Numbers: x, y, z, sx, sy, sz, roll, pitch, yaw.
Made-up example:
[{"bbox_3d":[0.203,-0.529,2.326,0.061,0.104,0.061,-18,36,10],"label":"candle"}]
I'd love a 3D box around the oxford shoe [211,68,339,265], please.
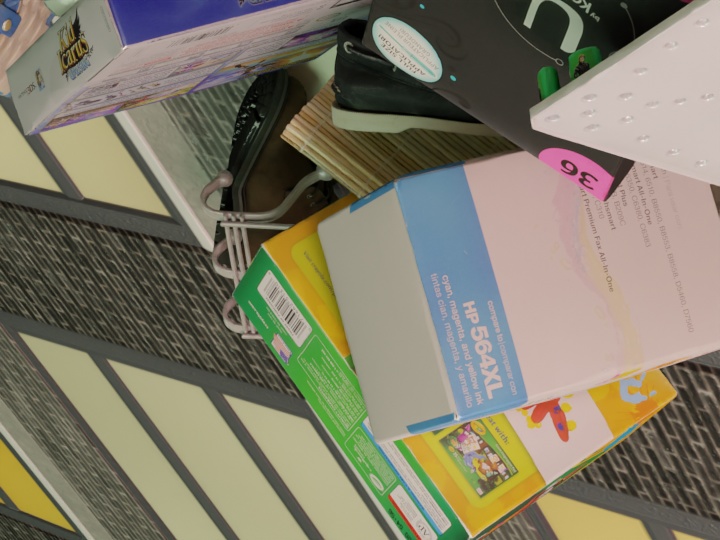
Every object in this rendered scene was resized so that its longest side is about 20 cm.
[{"bbox_3d":[-0.050,-0.068,1.466,0.084,0.073,0.200,11,150,-2],"label":"oxford shoe"}]

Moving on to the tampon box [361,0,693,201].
[{"bbox_3d":[0.105,-0.157,1.010,0.150,0.126,0.200,34,155,9],"label":"tampon box"}]

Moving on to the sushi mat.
[{"bbox_3d":[0.060,-0.048,1.233,0.200,0.096,0.012,38,152,2],"label":"sushi mat"}]

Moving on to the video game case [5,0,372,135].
[{"bbox_3d":[-0.080,-0.141,1.216,0.181,0.199,0.046,-27,82,63],"label":"video game case"}]

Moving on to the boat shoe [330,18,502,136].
[{"bbox_3d":[0.068,-0.111,1.154,0.199,0.074,0.066,5,110,39],"label":"boat shoe"}]

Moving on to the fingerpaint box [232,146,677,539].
[{"bbox_3d":[0.053,0.042,1.241,0.200,0.166,0.073,53,150,10],"label":"fingerpaint box"}]

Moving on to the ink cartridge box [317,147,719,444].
[{"bbox_3d":[0.101,0.003,1.140,0.128,0.199,0.126,152,104,-69],"label":"ink cartridge box"}]

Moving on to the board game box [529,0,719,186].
[{"bbox_3d":[0.206,-0.092,0.918,0.199,0.026,0.200,13,150,-35],"label":"board game box"}]

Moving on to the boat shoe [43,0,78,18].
[{"bbox_3d":[-0.109,-0.214,1.168,0.200,0.070,0.072,-32,115,19],"label":"boat shoe"}]

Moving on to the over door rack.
[{"bbox_3d":[0.000,0.000,1.437,0.199,0.067,0.148,12,148,12],"label":"over door rack"}]

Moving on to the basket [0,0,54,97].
[{"bbox_3d":[-0.304,-0.202,1.452,0.176,0.140,0.200,30,-176,18],"label":"basket"}]
